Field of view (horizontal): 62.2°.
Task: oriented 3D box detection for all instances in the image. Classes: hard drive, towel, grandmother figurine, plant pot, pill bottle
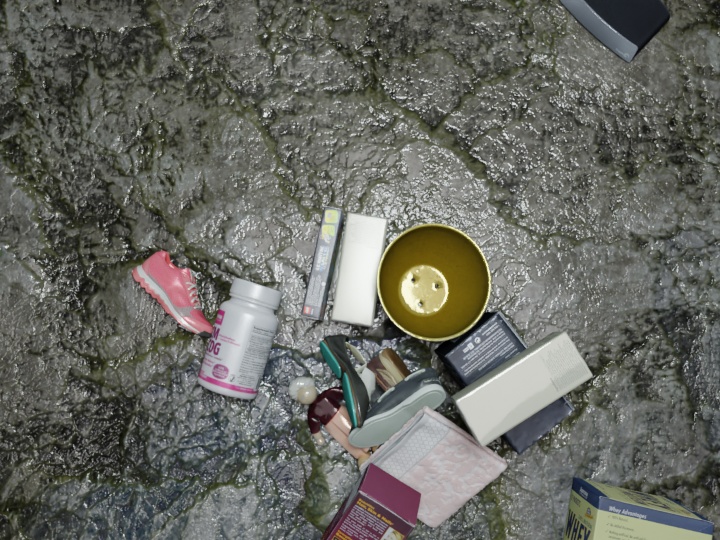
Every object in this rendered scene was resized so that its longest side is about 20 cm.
[{"bbox_3d":[0.506,-0.528,1.185,0.200,0.042,0.135,45,87,4],"label":"hard drive"},{"bbox_3d":[0.125,0.352,1.054,0.190,0.032,0.200,36,115,-11],"label":"towel"},{"bbox_3d":[-0.050,0.268,1.112,0.199,0.061,0.122,39,78,1],"label":"grandmother figurine"},{"bbox_3d":[0.124,0.028,1.085,0.197,0.142,0.203,0,82,-1],"label":"plant pot"},{"bbox_3d":[-0.217,0.123,1.100,0.112,0.113,0.203,16,84,2],"label":"pill bottle"}]

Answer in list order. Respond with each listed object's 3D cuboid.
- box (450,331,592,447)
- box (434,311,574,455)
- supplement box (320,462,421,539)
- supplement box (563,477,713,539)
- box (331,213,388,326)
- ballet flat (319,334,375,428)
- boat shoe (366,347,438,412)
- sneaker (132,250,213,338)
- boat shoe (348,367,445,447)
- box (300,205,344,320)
[{"bbox_3d":[0.242,0.177,0.909,0.198,0.068,0.083,-30,84,-1],"label":"box"},{"bbox_3d":[0.240,0.186,1.043,0.124,0.200,0.197,-39,85,-1],"label":"box"},{"bbox_3d":[0.009,0.454,1.041,0.110,0.086,0.201,30,112,3],"label":"supplement box"},{"bbox_3d":[0.471,0.498,1.042,0.197,0.134,0.203,12,85,2],"label":"supplement box"},{"bbox_3d":[0.000,0.000,1.123,0.081,0.068,0.203,10,85,2],"label":"box"},{"bbox_3d":[-0.013,0.187,1.075,0.068,0.069,0.201,-13,46,-17],"label":"ballet flat"},{"bbox_3d":[0.082,0.243,1.112,0.072,0.072,0.201,-37,88,15],"label":"boat shoe"},{"bbox_3d":[-0.339,0.042,1.130,0.200,0.074,0.087,43,85,5],"label":"sneaker"},{"bbox_3d":[0.060,0.243,1.054,0.199,0.061,0.076,-32,128,13],"label":"boat shoe"},{"bbox_3d":[-0.068,-0.009,1.112,0.034,0.110,0.203,12,85,2],"label":"box"}]
